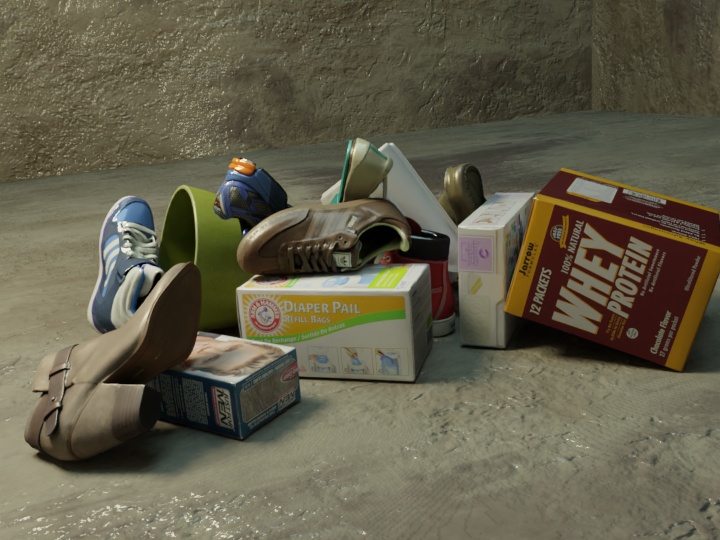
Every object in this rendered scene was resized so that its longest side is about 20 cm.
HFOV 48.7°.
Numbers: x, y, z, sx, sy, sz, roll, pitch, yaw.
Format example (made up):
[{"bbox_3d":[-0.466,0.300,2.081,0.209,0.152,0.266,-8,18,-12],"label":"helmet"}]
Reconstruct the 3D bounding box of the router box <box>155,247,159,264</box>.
[{"bbox_3d":[-0.238,0.000,1.241,0.156,0.053,0.200,-7,16,-14],"label":"router box"}]

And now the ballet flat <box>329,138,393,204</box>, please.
[{"bbox_3d":[-0.005,-0.080,0.978,0.069,0.070,0.200,-11,-27,-21],"label":"ballet flat"}]

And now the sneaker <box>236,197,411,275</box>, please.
[{"bbox_3d":[-0.037,-0.031,0.890,0.199,0.071,0.076,-18,39,-16],"label":"sneaker"}]

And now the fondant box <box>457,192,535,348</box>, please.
[{"bbox_3d":[0.173,-0.008,0.984,0.058,0.146,0.200,3,17,21],"label":"fondant box"}]

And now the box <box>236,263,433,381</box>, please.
[{"bbox_3d":[-0.027,0.054,0.899,0.198,0.102,0.112,0,16,16],"label":"box"}]

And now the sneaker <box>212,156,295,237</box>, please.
[{"bbox_3d":[-0.104,-0.048,0.958,0.079,0.200,0.075,-51,35,-8],"label":"sneaker"}]

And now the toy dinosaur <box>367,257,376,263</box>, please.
[{"bbox_3d":[0.000,0.000,1.060,0.058,0.101,0.200,-43,8,-32],"label":"toy dinosaur"}]

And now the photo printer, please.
[{"bbox_3d":[0.050,-0.055,1.066,0.069,0.200,0.166,-40,5,-28],"label":"photo printer"}]

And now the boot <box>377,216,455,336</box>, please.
[{"bbox_3d":[0.017,0.004,0.991,0.198,0.146,0.072,-1,17,17],"label":"boot"}]

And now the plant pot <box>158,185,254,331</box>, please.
[{"bbox_3d":[-0.147,-0.007,1.051,0.199,0.189,0.187,5,10,-27],"label":"plant pot"}]

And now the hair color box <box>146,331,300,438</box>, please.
[{"bbox_3d":[-0.170,0.109,0.822,0.199,0.061,0.100,6,19,31],"label":"hair color box"}]

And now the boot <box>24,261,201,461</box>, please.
[{"bbox_3d":[-0.241,0.084,0.760,0.145,0.070,0.201,-8,49,25],"label":"boot"}]

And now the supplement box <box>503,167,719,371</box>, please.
[{"bbox_3d":[0.291,-0.012,0.905,0.196,0.134,0.200,19,22,17],"label":"supplement box"}]

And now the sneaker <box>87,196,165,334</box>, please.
[{"bbox_3d":[-0.281,-0.010,1.033,0.146,0.202,0.080,-8,-25,45],"label":"sneaker"}]

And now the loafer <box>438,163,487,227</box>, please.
[{"bbox_3d":[0.134,-0.080,1.066,0.067,0.077,0.200,-6,-21,15],"label":"loafer"}]
